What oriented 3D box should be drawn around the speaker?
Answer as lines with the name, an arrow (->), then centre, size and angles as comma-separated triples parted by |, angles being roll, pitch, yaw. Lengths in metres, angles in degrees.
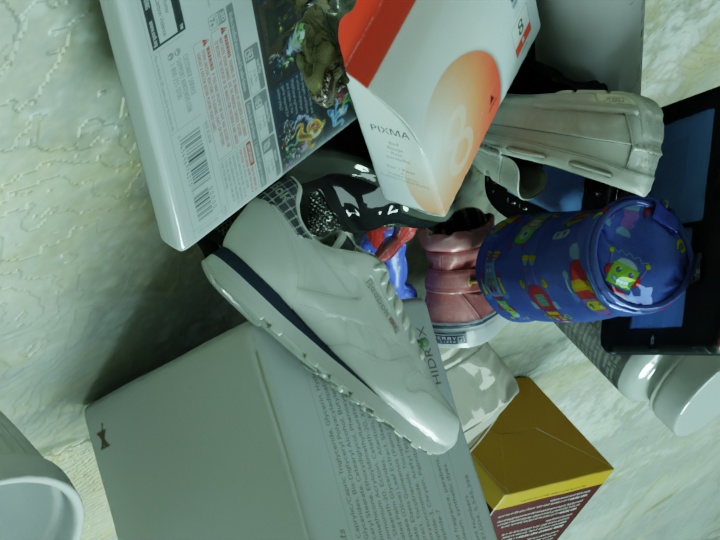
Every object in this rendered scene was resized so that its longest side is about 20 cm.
speaker -> 0.157, -0.173, 1.079 | 0.081, 0.081, 0.200 | -36, 152, -12

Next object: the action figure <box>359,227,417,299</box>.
action figure -> 0.000, 0.000, 1.136 | 0.099, 0.065, 0.200 | -38, 154, -27

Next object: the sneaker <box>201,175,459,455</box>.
sneaker -> -0.001, 0.033, 0.949 | 0.200, 0.076, 0.081 | 44, 79, -22

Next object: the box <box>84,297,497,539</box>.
box -> -0.048, 0.145, 1.070 | 0.171, 0.201, 0.199 | -6, 165, -46

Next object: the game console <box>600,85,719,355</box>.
game console -> 0.217, -0.030, 1.075 | 0.200, 0.031, 0.178 | 167, -65, -77

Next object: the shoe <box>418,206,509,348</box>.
shoe -> 0.095, -0.008, 1.243 | 0.200, 0.071, 0.092 | -34, 124, -66

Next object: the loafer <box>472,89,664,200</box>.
loafer -> 0.103, -0.082, 1.030 | 0.070, 0.199, 0.070 | 5, 89, -53

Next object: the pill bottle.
pill bottle -> 0.241, 0.041, 1.362 | 0.113, 0.200, 0.114 | -31, 151, -20

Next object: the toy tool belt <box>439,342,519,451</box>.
toy tool belt -> 0.024, 0.116, 1.279 | 0.200, 0.125, 0.123 | -34, -164, -5

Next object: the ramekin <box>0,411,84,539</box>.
ramekin -> -0.280, 0.159, 0.959 | 0.200, 0.105, 0.201 | -31, 151, -19

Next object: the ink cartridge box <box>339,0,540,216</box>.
ink cartridge box -> 0.049, -0.153, 0.920 | 0.163, 0.050, 0.200 | -62, 158, -24

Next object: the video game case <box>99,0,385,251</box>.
video game case -> -0.055, -0.134, 0.848 | 0.182, 0.023, 0.201 | -39, 142, -28

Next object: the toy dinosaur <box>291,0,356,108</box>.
toy dinosaur -> -0.019, -0.184, 0.790 | 0.088, 0.047, 0.201 | 28, 73, -40

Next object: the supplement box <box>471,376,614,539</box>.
supplement box -> 0.099, 0.227, 1.518 | 0.197, 0.133, 0.200 | -2, 133, -51

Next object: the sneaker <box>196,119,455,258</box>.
sneaker -> -0.034, -0.043, 1.012 | 0.199, 0.076, 0.114 | 6, 131, -42

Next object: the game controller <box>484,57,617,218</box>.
game controller -> 0.138, -0.079, 1.132 | 0.200, 0.104, 0.042 | 83, 29, -60

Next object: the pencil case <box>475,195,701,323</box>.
pencil case -> 0.151, -0.008, 1.078 | 0.087, 0.078, 0.200 | -50, -167, -15
